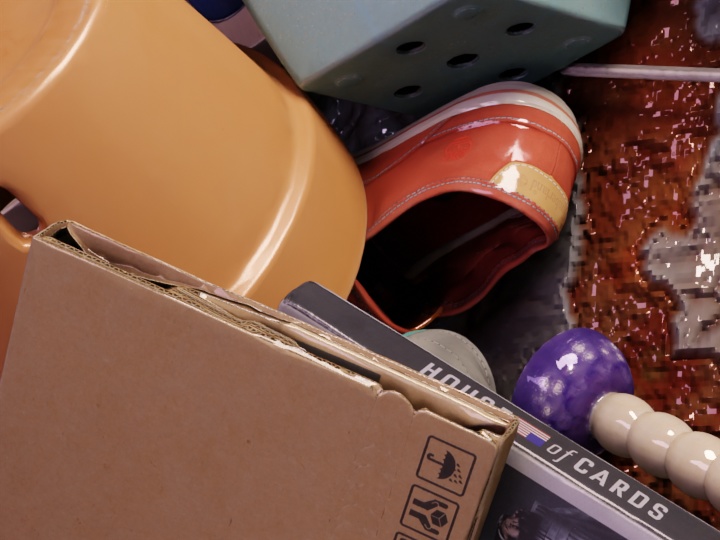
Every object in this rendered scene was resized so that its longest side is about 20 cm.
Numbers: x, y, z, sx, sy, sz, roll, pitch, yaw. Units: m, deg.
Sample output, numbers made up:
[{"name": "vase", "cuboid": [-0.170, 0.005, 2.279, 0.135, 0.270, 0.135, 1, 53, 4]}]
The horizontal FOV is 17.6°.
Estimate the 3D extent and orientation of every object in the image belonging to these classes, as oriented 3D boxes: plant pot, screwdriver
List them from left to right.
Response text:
[{"name": "plant pot", "cuboid": [-0.115, -0.034, 0.825, 0.200, 0.140, 0.200, -17, 43, 16]}, {"name": "plant pot", "cuboid": [0.017, -0.166, 0.868, 0.141, 0.141, 0.200, -26, 67, 39]}, {"name": "screwdriver", "cuboid": [0.139, -0.063, 0.794, 0.200, 0.028, 0.029, 3, 53, 45]}]

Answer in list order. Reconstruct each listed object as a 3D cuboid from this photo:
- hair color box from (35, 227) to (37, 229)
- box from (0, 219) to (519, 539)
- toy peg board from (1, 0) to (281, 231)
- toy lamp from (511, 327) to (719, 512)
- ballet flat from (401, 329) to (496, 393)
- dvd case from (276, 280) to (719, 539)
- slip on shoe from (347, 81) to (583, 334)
[{"name": "hair color box", "cuboid": [-0.146, 0.016, 1.042, 0.102, 0.061, 0.200, 41, 108, 42]}, {"name": "box", "cuboid": [-0.052, 0.099, 0.760, 0.163, 0.021, 0.200, 23, 120, 12]}, {"name": "toy peg board", "cuboid": [-0.140, -0.140, 0.987, 0.199, 0.098, 0.200, -32, 49, 13]}, {"name": "toy lamp", "cuboid": [0.132, 0.073, 0.747, 0.200, 0.058, 0.058, 28, 100, 45]}, {"name": "ballet flat", "cuboid": [0.041, 0.116, 0.821, 0.067, 0.064, 0.200, -8, 101, 18]}, {"name": "dvd case", "cuboid": [0.037, 0.114, 0.753, 0.200, 0.025, 0.150, 31, 122, 19]}, {"name": "slip on shoe", "cuboid": [0.000, 0.000, 0.884, 0.200, 0.074, 0.061, -31, 36, 32]}]
